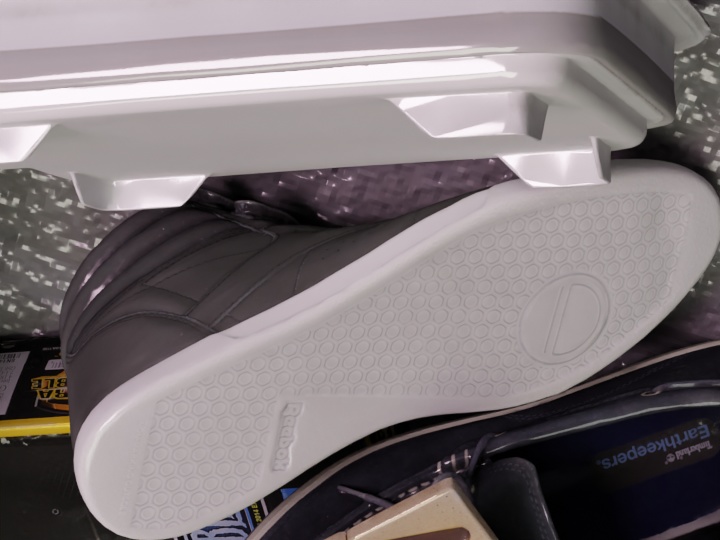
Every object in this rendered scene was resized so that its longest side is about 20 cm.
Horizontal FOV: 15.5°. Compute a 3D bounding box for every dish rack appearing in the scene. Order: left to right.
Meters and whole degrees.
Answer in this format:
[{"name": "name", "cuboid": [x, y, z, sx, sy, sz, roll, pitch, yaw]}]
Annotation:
[{"name": "dish rack", "cuboid": [-0.017, -0.044, 0.671, 0.199, 0.172, 0.044, -2, 86, 15]}]

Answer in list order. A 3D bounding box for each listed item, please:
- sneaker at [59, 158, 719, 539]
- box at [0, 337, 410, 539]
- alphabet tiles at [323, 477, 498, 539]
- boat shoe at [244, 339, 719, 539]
[{"name": "sneaker", "cuboid": [0.000, 0.000, 0.764, 0.199, 0.099, 0.071, -23, 124, -10]}, {"name": "box", "cuboid": [-0.051, 0.107, 0.876, 0.159, 0.049, 0.201, -5, 129, 13]}, {"name": "alphabet tiles", "cuboid": [0.030, 0.146, 0.768, 0.167, 0.008, 0.200, -28, 124, 12]}, {"name": "boat shoe", "cuboid": [0.042, 0.079, 0.769, 0.199, 0.062, 0.075, -23, 101, -3]}]
